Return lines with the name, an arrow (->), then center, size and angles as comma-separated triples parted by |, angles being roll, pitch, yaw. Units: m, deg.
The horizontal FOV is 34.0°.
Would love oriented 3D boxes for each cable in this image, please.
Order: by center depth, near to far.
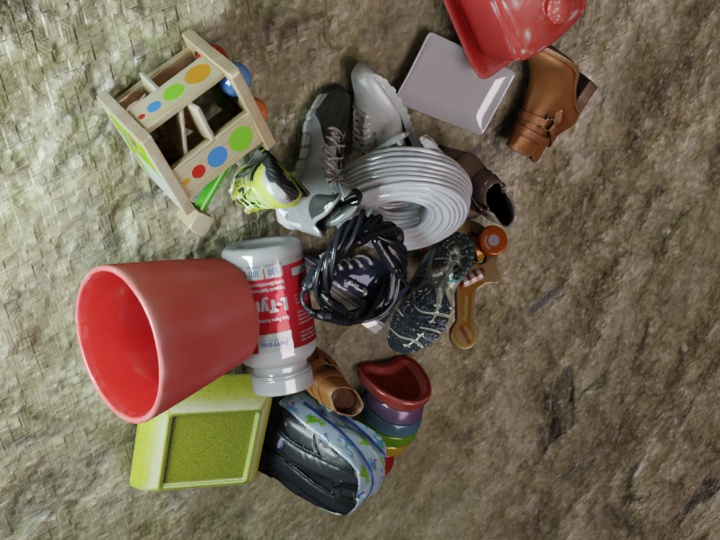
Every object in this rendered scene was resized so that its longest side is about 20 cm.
cable -> 0.000, 0.000, 1.606 | 0.199, 0.051, 0.165 | 17, 97, -54
cable -> 0.058, -0.097, 1.633 | 0.199, 0.070, 0.199 | -24, 144, 34

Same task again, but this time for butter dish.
butter dish -> 0.229, -0.368, 1.571 | 0.199, 0.148, 0.200 | -39, 128, -10

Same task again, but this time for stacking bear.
stacking bear -> 0.037, 0.258, 1.937 | 0.120, 0.114, 0.202 | -7, 129, -37

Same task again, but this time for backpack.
backpack -> -0.058, 0.280, 1.796 | 0.153, 0.199, 0.165 | -13, 128, -44

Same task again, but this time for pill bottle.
pill bottle -> -0.119, 0.061, 1.588 | 0.111, 0.112, 0.202 | -15, 102, -32

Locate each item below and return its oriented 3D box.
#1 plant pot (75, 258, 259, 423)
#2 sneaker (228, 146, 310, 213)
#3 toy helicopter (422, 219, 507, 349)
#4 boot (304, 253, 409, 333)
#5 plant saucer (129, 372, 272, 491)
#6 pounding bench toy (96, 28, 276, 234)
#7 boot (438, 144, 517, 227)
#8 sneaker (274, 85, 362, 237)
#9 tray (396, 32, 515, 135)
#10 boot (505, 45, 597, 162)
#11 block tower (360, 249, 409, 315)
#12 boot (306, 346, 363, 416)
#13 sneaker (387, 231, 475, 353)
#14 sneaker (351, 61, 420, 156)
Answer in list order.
plant pot -> -0.238, 0.072, 1.503 | 0.176, 0.200, 0.202 | -17, 131, -41
sneaker -> -0.118, -0.099, 1.466 | 0.076, 0.200, 0.075 | -44, 103, -1
toy helicopter -> 0.154, 0.021, 1.832 | 0.131, 0.079, 0.203 | 3, 86, -11
boot -> -0.024, 0.002, 1.689 | 0.199, 0.073, 0.091 | 37, 89, -30
plant saucer -> -0.224, 0.246, 1.706 | 0.198, 0.048, 0.202 | 0, 122, -23
pounding bench toy -> -0.185, -0.158, 1.408 | 0.156, 0.124, 0.201 | -38, 138, -11
boot -> 0.177, -0.107, 1.740 | 0.070, 0.146, 0.200 | -48, 139, -2
sneaker -> -0.030, -0.136, 1.545 | 0.075, 0.115, 0.202 | 13, 99, -49
tray -> 0.132, -0.266, 1.676 | 0.199, 0.022, 0.108 | 13, 111, -45
boot -> 0.261, -0.255, 1.767 | 0.156, 0.077, 0.199 | -52, 147, 9
block tower -> 0.057, 0.040, 1.821 | 0.058, 0.054, 0.200 | -51, 138, 5
boot -> -0.086, 0.134, 1.693 | 0.199, 0.155, 0.074 | 25, 104, -48
sneaker -> 0.104, 0.036, 1.762 | 0.077, 0.086, 0.201 | 33, 86, -9
sneaker -> 0.022, -0.197, 1.596 | 0.080, 0.077, 0.201 | -34, 139, -4
